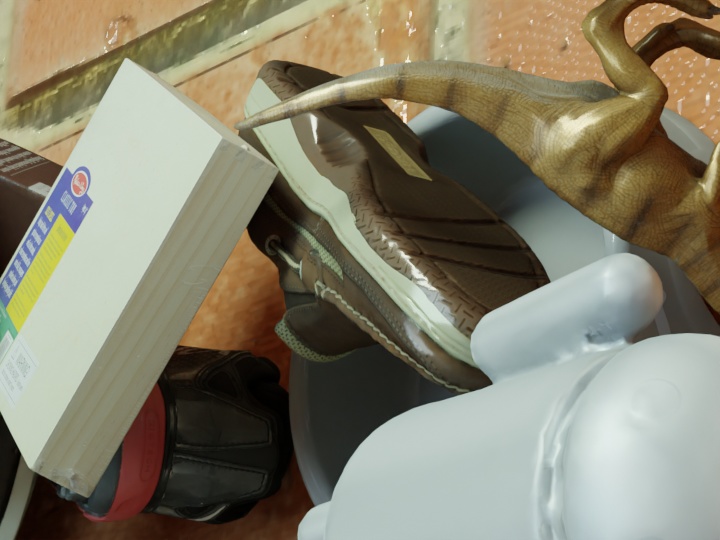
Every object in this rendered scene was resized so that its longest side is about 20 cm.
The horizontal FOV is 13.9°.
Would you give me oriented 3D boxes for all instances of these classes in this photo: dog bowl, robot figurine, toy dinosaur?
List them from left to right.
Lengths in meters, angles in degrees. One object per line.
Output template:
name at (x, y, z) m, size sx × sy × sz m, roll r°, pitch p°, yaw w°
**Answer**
dog bowl at (0.050, 0.025, 1.050) m, size 0.200 × 0.059 × 0.200 m, roll -24°, pitch 57°, yaw 44°
toy dinosaur at (0.073, -0.045, 0.946) m, size 0.106 × 0.200 × 0.060 m, roll -60°, pitch 1°, yaw -8°
robot figurine at (0.069, 0.083, 0.867) m, size 0.200 × 0.113 × 0.170 m, roll -18°, pitch 75°, yaw 45°

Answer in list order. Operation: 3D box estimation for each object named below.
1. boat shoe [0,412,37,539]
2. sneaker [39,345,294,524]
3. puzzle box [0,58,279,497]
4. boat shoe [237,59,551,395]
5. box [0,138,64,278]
boat shoe at (-0.180, 0.123, 1.188) m, size 0.072 × 0.060 × 0.201 m, roll -81°, pitch 15°, yaw -59°
sneaker at (-0.079, 0.062, 1.190) m, size 0.200 × 0.098 × 0.071 m, roll -162°, pitch 78°, yaw -76°
puzzle box at (-0.092, -0.004, 1.090) m, size 0.133 × 0.025 × 0.200 m, roll -60°, pitch 18°, yaw 4°
boat shoe at (0.005, 0.002, 1.016) m, size 0.075 × 0.075 × 0.202 m, roll -65°, pitch 27°, yaw 18°
box at (-0.178, 0.048, 1.281) m, size 0.200 × 0.075 × 0.100 m, roll -64°, pitch -2°, yaw 7°
